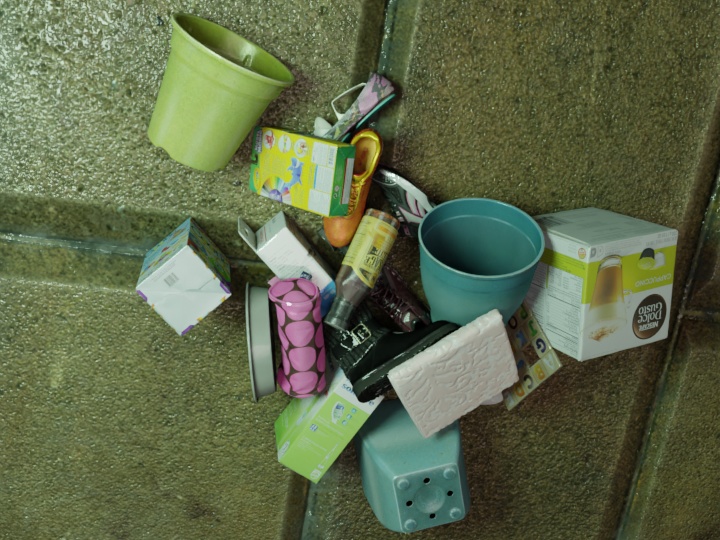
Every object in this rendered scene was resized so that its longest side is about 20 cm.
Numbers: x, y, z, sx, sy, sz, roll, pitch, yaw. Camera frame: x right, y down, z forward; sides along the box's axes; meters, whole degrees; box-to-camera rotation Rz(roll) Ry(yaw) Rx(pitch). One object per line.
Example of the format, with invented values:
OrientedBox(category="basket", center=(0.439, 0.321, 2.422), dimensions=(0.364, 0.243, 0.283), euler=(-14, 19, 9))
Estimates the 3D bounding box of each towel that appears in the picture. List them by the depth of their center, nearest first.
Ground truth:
OrientedBox(category="towel", center=(0.156, 0.169, 1.290), dimensions=(0.200, 0.032, 0.191), euler=(-31, 136, -5))

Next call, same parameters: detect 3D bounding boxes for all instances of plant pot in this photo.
OrientedBox(category="plant pot", center=(-0.231, -0.260, 1.221), dimensions=(0.200, 0.200, 0.184), euler=(26, 112, -16))
OrientedBox(category="plant pot", center=(0.191, 0.014, 1.325), dimensions=(0.200, 0.200, 0.188), euler=(-6, 132, -8))
OrientedBox(category="plant pot", center=(0.104, 0.361, 1.445), dimensions=(0.196, 0.200, 0.197), euler=(-12, 109, -6))

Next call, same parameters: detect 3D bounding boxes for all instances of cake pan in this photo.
OrientedBox(category="cake pan", center=(-0.164, 0.117, 1.325), dimensions=(0.037, 0.200, 0.201), euler=(-4, 107, -5))

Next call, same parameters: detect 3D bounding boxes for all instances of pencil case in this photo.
OrientedBox(category="pencil case", center=(-0.103, 0.107, 1.285), dimensions=(0.094, 0.091, 0.200), euler=(19, 126, 29))

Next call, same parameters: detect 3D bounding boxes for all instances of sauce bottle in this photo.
OrientedBox(category="sauce bottle", center=(0.000, 0.000, 1.284), dimensions=(0.066, 0.066, 0.200), euler=(25, 82, -16))

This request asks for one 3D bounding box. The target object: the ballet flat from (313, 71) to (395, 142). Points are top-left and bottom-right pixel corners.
OrientedBox(category="ballet flat", center=(-0.029, -0.246, 1.317), dimensions=(0.071, 0.069, 0.200), euler=(43, 93, 0))

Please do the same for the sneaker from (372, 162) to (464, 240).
OrientedBox(category="sneaker", center=(0.084, -0.100, 1.367), dimensions=(0.200, 0.080, 0.086), euler=(37, 99, -17))

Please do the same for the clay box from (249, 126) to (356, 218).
OrientedBox(category="clay box", center=(-0.099, -0.163, 1.285), dimensions=(0.048, 0.200, 0.115), euler=(-8, 113, -46))

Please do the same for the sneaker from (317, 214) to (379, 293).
OrientedBox(category="sneaker", center=(-0.024, -0.054, 1.358), dimensions=(0.090, 0.066, 0.200), euler=(-14, 89, 6))

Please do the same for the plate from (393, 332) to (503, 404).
OrientedBox(category="plate", center=(0.134, 0.180, 1.395), dimensions=(0.199, 0.032, 0.200), euler=(0, 139, 23))

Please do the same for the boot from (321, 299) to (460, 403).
OrientedBox(category="boot", center=(0.043, 0.101, 1.307), dimensions=(0.211, 0.158, 0.079), euler=(-28, 148, -6))

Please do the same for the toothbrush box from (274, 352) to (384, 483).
OrientedBox(category="toothbrush box", center=(-0.060, 0.248, 1.412), dimensions=(0.086, 0.146, 0.200), euler=(36, 99, -17))

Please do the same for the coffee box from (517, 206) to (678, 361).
OrientedBox(category="coffee box", center=(0.389, 0.016, 1.362), dimensions=(0.199, 0.200, 0.198), euler=(-10, 109, -26))

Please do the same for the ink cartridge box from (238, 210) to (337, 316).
OrientedBox(category="ink cartridge box", center=(-0.115, -0.024, 1.336), dimensions=(0.067, 0.116, 0.200), euler=(-39, 109, 4))

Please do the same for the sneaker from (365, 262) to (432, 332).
OrientedBox(category="sneaker", center=(0.065, 0.055, 1.390), dimensions=(0.200, 0.116, 0.076), euler=(37, 97, -18))

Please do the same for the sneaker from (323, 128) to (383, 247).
OrientedBox(category="sneaker", center=(-0.019, -0.133, 1.285), dimensions=(0.073, 0.077, 0.200), euler=(16, 103, 4))

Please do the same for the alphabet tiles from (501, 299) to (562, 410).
OrientedBox(category="alphabet tiles", center=(0.260, 0.145, 1.411), dimensions=(0.008, 0.167, 0.200), euler=(-8, 149, -32))

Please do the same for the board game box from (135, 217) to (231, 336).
OrientedBox(category="board game box", center=(-0.278, 0.005, 1.272), dimensions=(0.105, 0.200, 0.103), euler=(-39, 109, 3))
